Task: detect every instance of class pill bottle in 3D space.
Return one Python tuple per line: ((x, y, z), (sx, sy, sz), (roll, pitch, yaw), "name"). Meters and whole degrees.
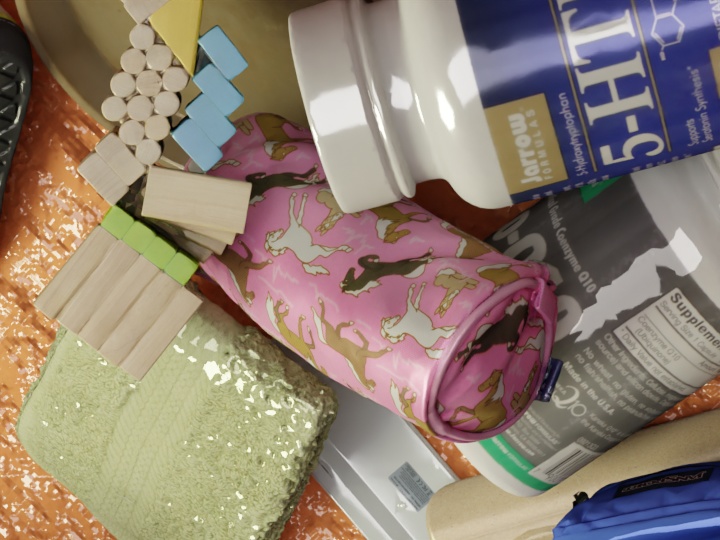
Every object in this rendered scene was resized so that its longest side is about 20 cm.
((0.077, -0.092, 1.263), (0.200, 0.120, 0.120), (-16, 95, 5), "pill bottle")
((0.124, 0.006, 1.356), (0.200, 0.113, 0.113), (-36, 89, 17), "pill bottle")

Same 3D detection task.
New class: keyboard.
((0.020, 0.110, 1.458), (0.056, 0.011, 0.200), (-41, 87, 12), "keyboard")

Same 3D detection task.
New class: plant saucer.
((-0.066, -0.109, 1.379), (0.200, 0.029, 0.200), (19, 146, 14), "plant saucer")

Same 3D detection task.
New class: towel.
((-0.091, 0.076, 1.420), (0.148, 0.036, 0.200), (37, 143, 6), "towel")

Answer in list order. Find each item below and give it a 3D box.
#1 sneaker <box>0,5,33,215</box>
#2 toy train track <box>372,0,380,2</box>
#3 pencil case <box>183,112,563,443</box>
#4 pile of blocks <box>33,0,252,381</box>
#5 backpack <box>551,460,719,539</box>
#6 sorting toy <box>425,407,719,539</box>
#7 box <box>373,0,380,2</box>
((-0.212, -0.059, 1.473), (0.200, 0.072, 0.083), (-62, 38, 28), "sneaker")
((0.099, -0.098, 1.360), (0.200, 0.115, 0.033), (4, 57, 0), "toy train track")
((0.000, 0.000, 1.321), (0.200, 0.086, 0.083), (32, 121, 40), "pencil case")
((-0.086, -0.055, 1.318), (0.082, 0.062, 0.200), (13, 96, -4), "pile of blocks")
((0.144, 0.173, 1.298), (0.162, 0.200, 0.168), (-17, 90, 14), "backpack")
((0.144, 0.176, 1.420), (0.185, 0.036, 0.200), (-17, 90, 14), "sorting toy")
((0.072, -0.156, 1.338), (0.200, 0.143, 0.036), (-8, 55, 15), "box")
